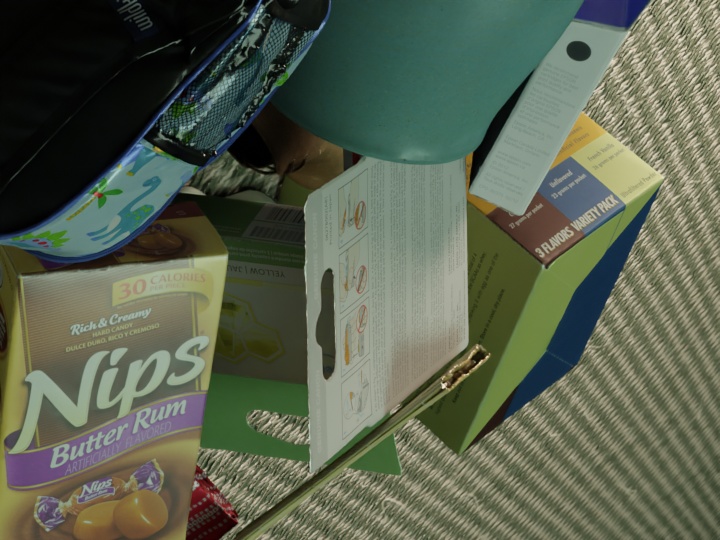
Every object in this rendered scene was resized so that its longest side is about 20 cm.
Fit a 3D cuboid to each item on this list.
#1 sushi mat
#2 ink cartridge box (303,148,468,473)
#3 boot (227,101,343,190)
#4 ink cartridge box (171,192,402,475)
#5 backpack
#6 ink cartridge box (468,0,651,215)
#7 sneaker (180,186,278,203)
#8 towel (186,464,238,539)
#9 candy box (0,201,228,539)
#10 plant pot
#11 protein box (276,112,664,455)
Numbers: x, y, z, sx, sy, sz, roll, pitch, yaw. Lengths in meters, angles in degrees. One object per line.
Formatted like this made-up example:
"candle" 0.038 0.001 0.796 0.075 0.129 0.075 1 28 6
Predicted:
"sushi mat" -0.013 0.113 1.494 0.200 0.012 0.096 -39 178 19
"ink cartridge box" 0.000 0.000 1.425 0.200 0.050 0.162 -34 128 -55
"boot" -0.053 -0.083 1.538 0.200 0.073 0.076 56 39 -63
"ink cartridge box" -0.059 0.050 1.539 0.048 0.145 0.201 -56 146 -48
"backpack" -0.129 -0.107 1.188 0.200 0.183 0.147 -47 161 9
"ink cartridge box" 0.124 -0.167 1.491 0.199 0.043 0.200 -80 -165 -45
"sneaker" -0.085 -0.001 1.630 0.200 0.089 0.077 -13 139 -59
"towel" -0.170 0.128 1.443 0.145 0.022 0.200 -41 127 -3
"candy box" -0.143 0.064 1.359 0.116 0.057 0.201 -7 125 -24
"plant pot" 0.032 -0.167 1.367 0.200 0.200 0.189 -25 142 -50
"protein box" 0.062 -0.029 1.733 0.135 0.200 0.199 -34 156 -38
